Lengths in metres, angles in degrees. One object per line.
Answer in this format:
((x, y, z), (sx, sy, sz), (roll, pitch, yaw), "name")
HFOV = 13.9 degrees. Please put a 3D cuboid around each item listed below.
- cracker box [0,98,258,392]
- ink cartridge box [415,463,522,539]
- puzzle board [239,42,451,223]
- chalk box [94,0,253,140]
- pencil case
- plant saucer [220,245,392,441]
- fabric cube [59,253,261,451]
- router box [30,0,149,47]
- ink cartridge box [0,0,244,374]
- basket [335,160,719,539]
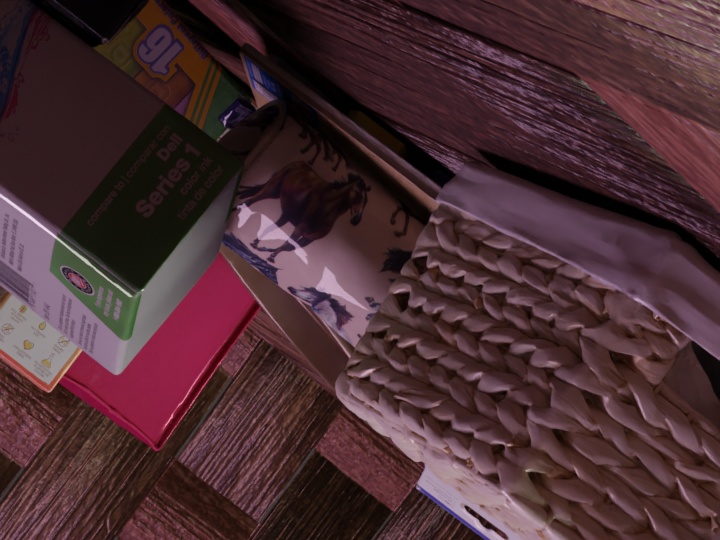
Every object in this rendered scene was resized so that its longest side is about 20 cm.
((-0.144, -0.031, 1.685), (0.058, 0.200, 0.134), (39, 175, -11), "cracker box")
((0.097, 0.096, 1.670), (0.099, 0.039, 0.200), (36, 149, 8), "ink cartridge box")
((0.008, -0.052, 1.503), (0.151, 0.017, 0.200), (38, 175, 6), "puzzle board")
((-0.180, -0.067, 1.532), (0.124, 0.200, 0.124), (48, 171, -29), "chalk box")
((0.000, 0.000, 1.469), (0.200, 0.078, 0.089), (40, 156, -21), "pencil case")
((-0.032, 0.017, 1.757), (0.200, 0.029, 0.200), (49, 171, 11), "plant saucer")
((-0.182, -0.040, 1.913), (0.199, 0.197, 0.200), (31, 172, 36), "fabric cube")
((-0.181, -0.183, 1.348), (0.200, 0.062, 0.150), (38, 174, -11), "router box")
((-0.160, -0.058, 1.355), (0.200, 0.084, 0.145), (37, 163, 4), "ink cartridge box")
((0.093, 0.052, 1.232), (0.135, 0.124, 0.200), (38, 174, -25), "basket")
